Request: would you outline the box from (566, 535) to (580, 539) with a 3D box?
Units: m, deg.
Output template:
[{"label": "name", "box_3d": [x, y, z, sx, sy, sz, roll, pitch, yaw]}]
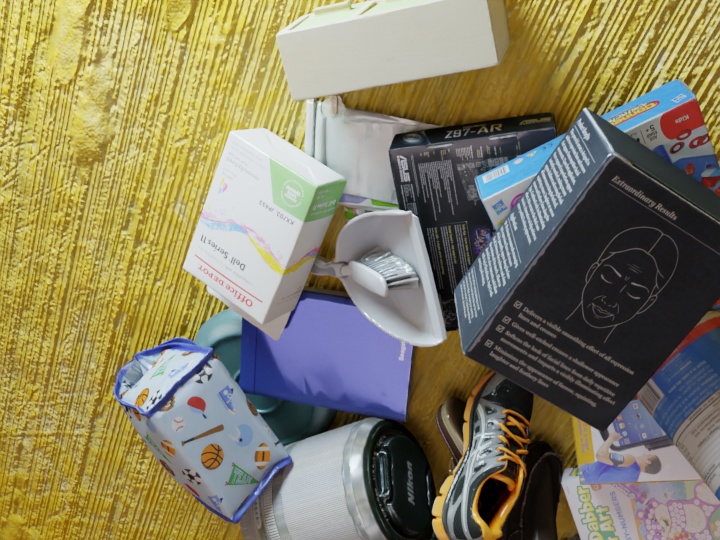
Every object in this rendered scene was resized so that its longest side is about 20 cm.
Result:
[{"label": "box", "box_3d": [0.301, 0.403, 1.066, 0.157, 0.048, 0.201, -31, 103, 29]}]

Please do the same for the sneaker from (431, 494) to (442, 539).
[{"label": "sneaker", "box_3d": [0.097, 0.355, 1.073, 0.077, 0.087, 0.204, 36, 137, 49]}]

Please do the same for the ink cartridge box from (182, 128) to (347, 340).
[{"label": "ink cartridge box", "box_3d": [-0.108, -0.029, 0.935, 0.116, 0.067, 0.203, 31, 114, 18]}]

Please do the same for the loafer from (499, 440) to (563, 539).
[{"label": "loafer", "box_3d": [0.190, 0.286, 0.969, 0.072, 0.204, 0.071, 29, 159, -36]}]

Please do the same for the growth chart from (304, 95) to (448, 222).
[{"label": "growth chart", "box_3d": [0.027, -0.098, 0.912, 0.196, 0.018, 0.147, 17, 122, 10]}]

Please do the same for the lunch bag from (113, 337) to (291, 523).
[{"label": "lunch bag", "box_3d": [-0.193, 0.174, 1.039, 0.198, 0.124, 0.172, -4, 123, 58]}]

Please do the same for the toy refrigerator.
[{"label": "toy refrigerator", "box_3d": [0.029, -0.212, 0.816, 0.195, 0.076, 0.071, -6, 116, 23]}]

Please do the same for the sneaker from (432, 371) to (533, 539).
[{"label": "sneaker", "box_3d": [0.144, 0.193, 0.936, 0.077, 0.204, 0.077, 28, 162, -22]}]

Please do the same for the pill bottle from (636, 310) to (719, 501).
[{"label": "pill bottle", "box_3d": [0.338, 0.144, 0.784, 0.201, 0.111, 0.113, 56, 130, 31]}]

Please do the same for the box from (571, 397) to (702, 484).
[{"label": "box", "box_3d": [0.311, 0.147, 0.901, 0.196, 0.041, 0.122, -9, 85, 25]}]

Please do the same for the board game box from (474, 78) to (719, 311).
[{"label": "board game box", "box_3d": [0.231, -0.034, 0.812, 0.197, 0.056, 0.198, -25, 113, 13]}]

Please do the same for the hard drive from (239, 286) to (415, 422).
[{"label": "hard drive", "box_3d": [-0.037, 0.088, 1.008, 0.195, 0.025, 0.135, 8, 108, 10]}]

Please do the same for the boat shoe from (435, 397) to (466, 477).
[{"label": "boat shoe", "box_3d": [0.129, 0.236, 1.027, 0.071, 0.073, 0.202, -23, 114, 27]}]

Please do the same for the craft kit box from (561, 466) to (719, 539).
[{"label": "craft kit box", "box_3d": [0.336, 0.285, 0.949, 0.194, 0.048, 0.204, -20, 91, 24]}]

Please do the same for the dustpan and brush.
[{"label": "dustpan and brush", "box_3d": [0.000, 0.000, 0.923, 0.199, 0.056, 0.143, 22, 132, 60]}]

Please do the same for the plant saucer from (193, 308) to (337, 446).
[{"label": "plant saucer", "box_3d": [-0.121, 0.139, 1.087, 0.195, 0.028, 0.204, 8, 120, 14]}]

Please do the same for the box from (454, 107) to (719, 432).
[{"label": "box", "box_3d": [0.191, 0.001, 0.739, 0.146, 0.108, 0.202, 29, 115, -13]}]

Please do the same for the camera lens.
[{"label": "camera lens", "box_3d": [-0.022, 0.266, 1.039, 0.197, 0.161, 0.162, -23, 108, 30]}]

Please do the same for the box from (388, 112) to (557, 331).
[{"label": "box", "box_3d": [0.121, -0.041, 0.880, 0.156, 0.044, 0.204, -6, 117, 15]}]
